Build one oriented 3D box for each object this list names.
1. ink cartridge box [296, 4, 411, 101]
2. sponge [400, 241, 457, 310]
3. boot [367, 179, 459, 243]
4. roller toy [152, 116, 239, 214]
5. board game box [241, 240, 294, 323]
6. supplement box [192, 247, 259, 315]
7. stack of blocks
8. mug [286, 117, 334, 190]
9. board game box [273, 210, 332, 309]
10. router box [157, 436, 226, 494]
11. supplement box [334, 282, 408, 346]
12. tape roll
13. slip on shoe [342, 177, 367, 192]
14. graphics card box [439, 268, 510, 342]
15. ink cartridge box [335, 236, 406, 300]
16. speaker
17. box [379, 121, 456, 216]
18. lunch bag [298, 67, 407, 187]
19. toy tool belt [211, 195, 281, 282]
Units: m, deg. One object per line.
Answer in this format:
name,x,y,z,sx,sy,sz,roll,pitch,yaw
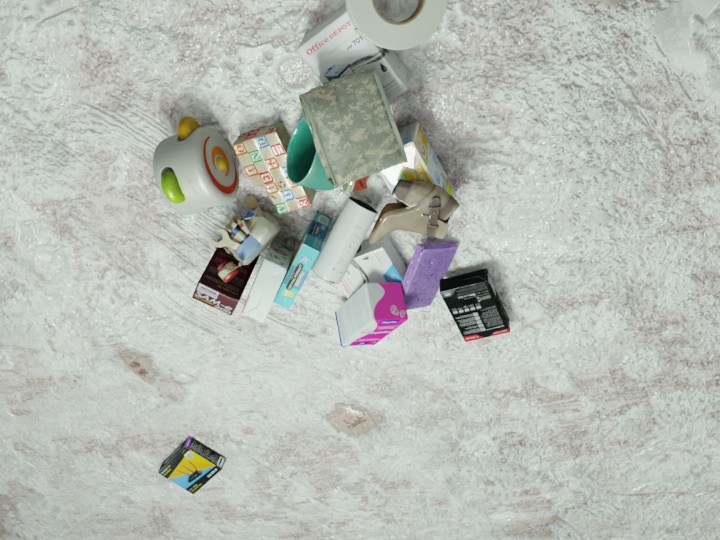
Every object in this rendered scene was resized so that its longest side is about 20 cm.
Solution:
ink cartridge box,-0.012,-0.429,1.468,0.146,0.086,0.200,-29,117,27
sponge,0.158,0.015,1.750,0.111,0.030,0.200,-8,134,-33
boot,0.117,-0.107,1.546,0.146,0.070,0.200,25,130,-7
roller toy,-0.368,-0.231,1.621,0.139,0.200,0.182,-13,157,20
board game box,-0.225,0.022,1.736,0.064,0.200,0.148,24,103,-7
supplement box,-0.332,0.010,1.772,0.109,0.200,0.061,26,127,-7
stack of blocks,-0.199,-0.234,1.660,0.115,0.059,0.200,-13,122,20
mug,-0.073,-0.266,1.556,0.114,0.152,0.185,10,122,-31
board game box,-0.142,-0.026,1.741,0.047,0.151,0.200,26,126,-7
router box,-0.565,0.653,2.371,0.149,0.051,0.200,36,124,-13
supplement box,0.025,0.112,1.780,0.101,0.104,0.200,0,155,-26
tape roll,0.069,-0.527,1.359,0.202,0.037,0.203,-4,110,-12
slip on shoe,0.008,-0.266,1.599,0.061,0.074,0.200,0,127,-22
graphics card box,0.289,0.090,1.788,0.125,0.051,0.200,-15,131,21
ink cartridge box,0.000,0.000,1.784,0.200,0.067,0.116,-20,120,23
speaker,-0.038,-0.072,1.690,0.081,0.081,0.200,26,104,-8
box,0.123,-0.210,1.582,0.101,0.113,0.200,-20,118,24
lunch bag,-0.018,-0.289,1.418,0.164,0.118,0.200,-21,110,-5
toy tool belt,-0.295,-0.080,1.720,0.123,0.200,0.125,45,167,2
